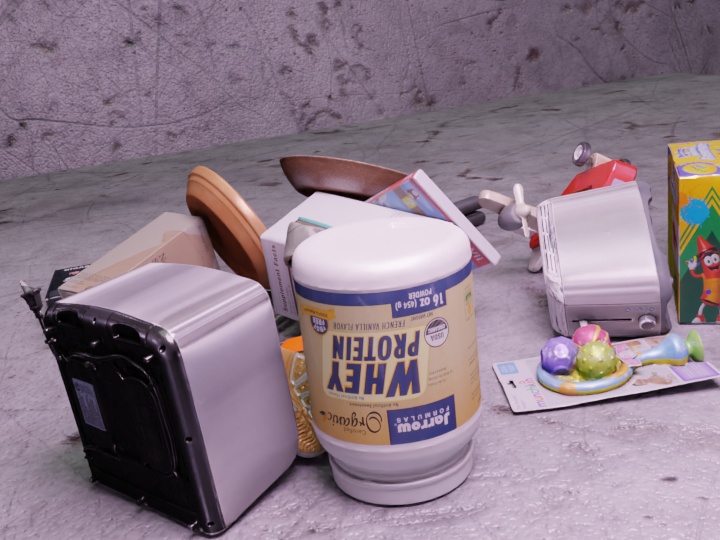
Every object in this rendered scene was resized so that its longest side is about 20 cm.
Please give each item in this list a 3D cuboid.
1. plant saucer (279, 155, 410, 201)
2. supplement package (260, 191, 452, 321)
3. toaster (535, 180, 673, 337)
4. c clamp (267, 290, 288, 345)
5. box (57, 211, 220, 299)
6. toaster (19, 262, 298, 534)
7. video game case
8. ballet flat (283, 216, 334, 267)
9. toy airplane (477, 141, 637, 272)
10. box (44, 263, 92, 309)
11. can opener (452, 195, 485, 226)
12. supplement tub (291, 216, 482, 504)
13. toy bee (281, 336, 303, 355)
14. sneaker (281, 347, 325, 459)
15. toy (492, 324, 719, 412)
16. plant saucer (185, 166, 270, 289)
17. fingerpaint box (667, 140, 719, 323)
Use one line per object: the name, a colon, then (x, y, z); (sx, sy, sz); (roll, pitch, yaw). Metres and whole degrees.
plant saucer: (-0.010, -0.107, 1.080); (0.198, 0.037, 0.200); (10, -2, 0)
supplement package: (0.000, 0.000, 0.977); (0.198, 0.119, 0.117); (16, 41, 31)
toaster: (0.268, -0.016, 0.931); (0.127, 0.114, 0.202); (-7, 51, 13)
c clamp: (-0.124, 0.065, 1.070); (0.169, 0.027, 0.200); (-5, 18, 24)
box: (-0.285, 0.012, 1.100); (0.077, 0.096, 0.200); (9, 38, 34)
toaster: (-0.163, 0.091, 0.697); (0.179, 0.203, 0.118); (6, 26, 39)
video game case: (0.061, -0.037, 1.019); (0.018, 0.143, 0.199); (-53, 15, -30)
ballet flat: (0.007, -0.009, 0.854); (0.198, 0.065, 0.067); (11, -7, 29)
toy airplane: (0.270, -0.050, 1.082); (0.198, 0.200, 0.142); (-9, 50, 23)
box: (-0.359, 0.023, 1.250); (0.197, 0.047, 0.159); (-10, 18, -12)
can opener: (0.126, -0.083, 1.388); (0.066, 0.054, 0.199); (11, 23, 43)
supplement tub: (0.025, 0.070, 0.680); (0.142, 0.203, 0.145); (-6, 17, 2)
toy bee: (0.008, 0.092, 0.826); (0.199, 0.109, 0.131); (-20, 18, 50)
sneaker: (-0.089, 0.118, 0.803); (0.075, 0.089, 0.200); (-13, 41, -32)
toy: (0.235, 0.082, 0.819); (0.197, 0.048, 0.115); (-6, 15, 0)
plant saucer: (-0.174, -0.049, 1.136); (0.037, 0.201, 0.199); (-39, 28, -18)
fingerpaint box: (0.404, -0.052, 0.982); (0.072, 0.169, 0.200); (-1, 17, 17)
